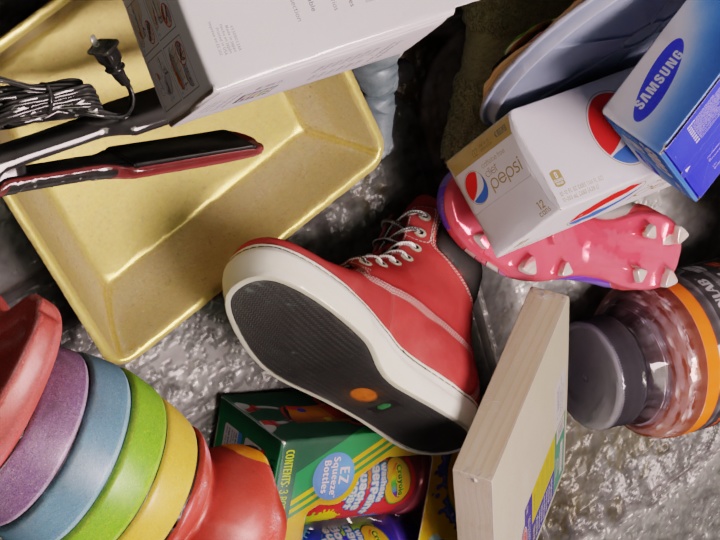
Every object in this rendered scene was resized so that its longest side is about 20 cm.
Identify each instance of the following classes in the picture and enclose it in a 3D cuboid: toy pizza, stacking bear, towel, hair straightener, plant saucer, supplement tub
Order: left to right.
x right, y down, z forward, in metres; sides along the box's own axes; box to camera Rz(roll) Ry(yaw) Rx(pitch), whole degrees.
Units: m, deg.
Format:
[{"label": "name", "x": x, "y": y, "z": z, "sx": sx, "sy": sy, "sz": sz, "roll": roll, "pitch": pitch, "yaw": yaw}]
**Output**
[{"label": "hair straightener", "x": -0.138, "y": -0.080, "z": 1.013, "sx": 0.199, "sy": 0.041, "sz": 0.077, "roll": -11, "pitch": 116, "yaw": -28}, {"label": "stacking bear", "x": -0.124, "y": 0.105, "z": 1.071, "sx": 0.200, "sy": 0.121, "sz": 0.114, "roll": 31, "pitch": 77, "yaw": -27}, {"label": "plant saucer", "x": -0.105, "y": -0.084, "z": 1.086, "sx": 0.200, "sy": 0.048, "sz": 0.200, "roll": -39, "pitch": 128, "yaw": -16}, {"label": "towel", "x": 0.136, "y": -0.129, "z": 1.250, "sx": 0.200, "sy": 0.036, "sz": 0.149, "roll": -7, "pitch": 114, "yaw": -35}, {"label": "toy pizza", "x": 0.148, "y": -0.143, "z": 1.144, "sx": 0.200, "sy": 0.032, "sz": 0.200, "roll": -29, "pitch": 168, "yaw": -7}, {"label": "supplement tub", "x": 0.224, "y": 0.049, "z": 1.346, "sx": 0.200, "sy": 0.107, "sz": 0.107, "roll": -13, "pitch": 117, "yaw": -32}]

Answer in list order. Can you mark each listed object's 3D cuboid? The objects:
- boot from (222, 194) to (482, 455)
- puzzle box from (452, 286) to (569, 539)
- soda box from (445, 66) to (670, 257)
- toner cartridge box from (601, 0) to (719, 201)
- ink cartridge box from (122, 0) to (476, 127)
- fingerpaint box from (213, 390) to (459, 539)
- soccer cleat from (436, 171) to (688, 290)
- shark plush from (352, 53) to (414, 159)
[{"label": "boot", "x": 0.000, "y": 0.000, "z": 1.164, "sx": 0.200, "sy": 0.072, "sz": 0.145, "roll": 37, "pitch": 47, "yaw": -41}, {"label": "puzzle box", "x": 0.091, "y": 0.120, "z": 1.236, "sx": 0.200, "sy": 0.025, "sz": 0.133, "roll": 84, "pitch": 26, "yaw": -53}, {"label": "soda box", "x": 0.148, "y": -0.075, "z": 1.183, "sx": 0.200, "sy": 0.068, "sz": 0.064, "roll": -22, "pitch": 80, "yaw": -38}, {"label": "toner cartridge box", "x": 0.212, "y": -0.138, "z": 1.083, "sx": 0.200, "sy": 0.043, "sz": 0.095, "roll": -52, "pitch": 154, "yaw": 1}, {"label": "ink cartridge box", "x": -0.038, "y": -0.194, "z": 0.995, "sx": 0.175, "sy": 0.084, "sz": 0.201, "roll": -19, "pitch": 89, "yaw": -22}, {"label": "fingerpaint box", "x": -0.014, "y": 0.175, "z": 1.249, "sx": 0.166, "sy": 0.073, "sz": 0.201, "roll": -1, "pitch": 110, "yaw": -37}, {"label": "soccer cleat", "x": 0.112, "y": -0.026, "z": 1.250, "sx": 0.200, "sy": 0.076, "sz": 0.067, "roll": 10, "pitch": 93, "yaw": -39}, {"label": "shark plush", "x": -0.016, "y": -0.153, "z": 1.132, "sx": 0.083, "sy": 0.091, "sz": 0.200, "roll": -20, "pitch": 139, "yaw": 0}]
